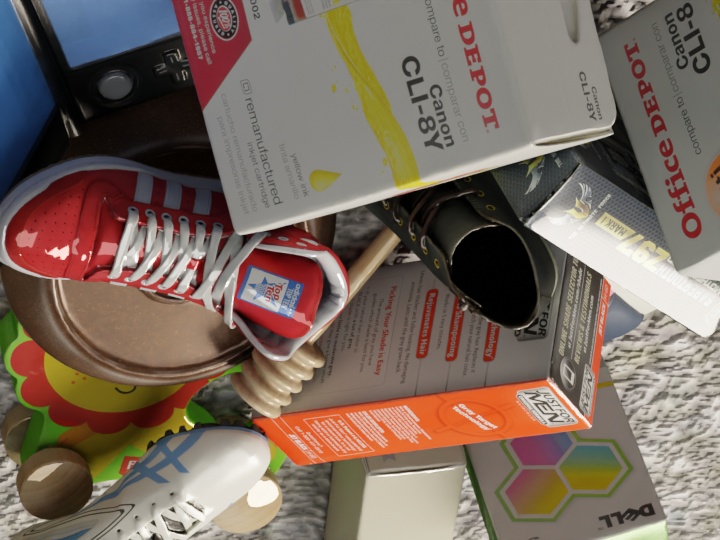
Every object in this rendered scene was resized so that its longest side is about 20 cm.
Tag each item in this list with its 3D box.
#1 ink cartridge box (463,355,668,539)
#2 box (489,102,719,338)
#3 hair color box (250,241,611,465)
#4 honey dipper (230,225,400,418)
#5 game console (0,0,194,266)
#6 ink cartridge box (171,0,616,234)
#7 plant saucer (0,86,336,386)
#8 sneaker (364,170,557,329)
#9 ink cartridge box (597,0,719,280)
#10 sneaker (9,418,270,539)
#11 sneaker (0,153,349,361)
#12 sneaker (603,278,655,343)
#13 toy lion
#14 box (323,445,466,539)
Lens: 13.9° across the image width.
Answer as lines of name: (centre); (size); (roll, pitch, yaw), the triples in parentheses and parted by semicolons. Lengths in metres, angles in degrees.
ink cartridge box: (0.131, 0.152, 1.838); (0.103, 0.200, 0.059); (-15, 137, -2)
box: (0.119, -0.067, 1.610); (0.158, 0.200, 0.051); (31, 110, -39)
hair color box: (0.041, 0.049, 1.728); (0.199, 0.102, 0.061); (-9, 143, 30)
honey dipper: (0.000, 0.000, 1.690); (0.038, 0.038, 0.200); (30, 106, -38)
game console: (-0.151, -0.122, 1.533); (0.175, 0.117, 0.200); (-18, 137, 2)
ink cartridge box: (0.014, -0.113, 1.505); (0.200, 0.146, 0.083); (-15, 179, 37)
plant saucer: (-0.106, -0.011, 1.688); (0.199, 0.035, 0.201); (-9, 124, -14)
sneaker: (0.036, -0.052, 1.611); (0.200, 0.106, 0.075); (45, 95, -1)
ink cartridge box: (0.253, -0.096, 1.525); (0.200, 0.146, 0.144); (-31, 158, 36)
sneaker: (-0.132, 0.157, 1.755); (0.200, 0.073, 0.072); (-33, 135, 18)
sneaker: (-0.093, -0.005, 1.572); (0.200, 0.112, 0.071); (1, 117, -42)
sneaker: (0.099, -0.006, 1.762); (0.082, 0.070, 0.200); (-38, 131, 18)
toy lion: (-0.125, 0.062, 1.779); (0.199, 0.069, 0.192); (7, 125, -23)
box: (0.018, 0.166, 1.907); (0.068, 0.082, 0.200); (-4, 137, -12)
